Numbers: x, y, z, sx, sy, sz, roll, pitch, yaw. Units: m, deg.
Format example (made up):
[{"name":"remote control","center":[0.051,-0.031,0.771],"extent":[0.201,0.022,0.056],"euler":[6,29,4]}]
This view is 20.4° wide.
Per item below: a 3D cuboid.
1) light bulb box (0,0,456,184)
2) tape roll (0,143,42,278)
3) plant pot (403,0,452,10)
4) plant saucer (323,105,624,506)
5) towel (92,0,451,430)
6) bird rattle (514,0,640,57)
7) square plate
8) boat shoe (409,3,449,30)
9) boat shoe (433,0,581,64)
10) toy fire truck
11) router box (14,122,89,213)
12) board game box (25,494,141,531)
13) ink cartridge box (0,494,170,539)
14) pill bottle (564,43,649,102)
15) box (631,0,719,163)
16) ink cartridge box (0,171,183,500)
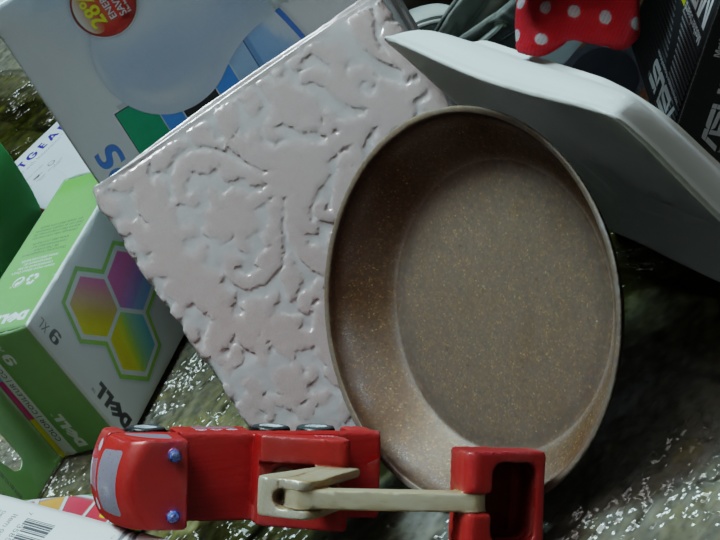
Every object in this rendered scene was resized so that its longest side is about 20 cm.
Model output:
[{"name":"light bulb box","center":[-0.078,-0.132,1.160],"extent":[0.199,0.199,0.125],"euler":[-31,18,8]},{"name":"tape roll","center":[-0.307,-0.075,1.409],"extent":[0.048,0.201,0.200],"euler":[-45,33,-22]},{"name":"plant pot","center":[-0.026,-0.216,1.334],"extent":[0.199,0.201,0.174],"euler":[3,40,44]},{"name":"plant saucer","center":[0.062,0.018,1.004],"extent":[0.036,0.203,0.199],"euler":[-6,7,-44]},{"name":"towel","center":[-0.015,-0.015,1.084],"extent":[0.190,0.201,0.032],"euler":[-34,0,1]},{"name":"bird rattle","center":[0.104,-0.191,0.982],"extent":[0.163,0.112,0.202],"euler":[-14,60,64]},{"name":"square plate","center":[0.129,-0.052,0.985],"extent":[0.029,0.198,0.200],"euler":[-56,34,-4]},{"name":"boat shoe","center":[0.003,-0.087,1.278],"extent":[0.200,0.071,0.064],"euler":[-44,31,-2]},{"name":"boat shoe","center":[0.103,-0.168,1.068],"extent":[0.201,0.070,0.072],"euler":[-55,25,33]},{"name":"toy fire truck","center":[-0.024,0.105,0.972],"extent":[0.198,0.049,0.141],"euler":[1,1,-17]},{"name":"router box","center":[-0.149,-0.091,1.433],"extent":[0.179,0.049,0.200],"euler":[12,53,50]},{"name":"board game box","center":[-0.194,0.205,1.090],"extent":[0.095,0.030,0.201],"euler":[-9,41,34]},{"name":"ink cartridge box","center":[-0.146,0.199,0.969],"extent":[0.199,0.084,0.146],"euler":[9,48,37]},{"name":"pill bottle","center":[0.122,-0.156,1.223],"extent":[0.106,0.107,0.201],"euler":[-28,31,8]},{"name":"box","center":[0.185,-0.170,1.023],"extent":[0.044,0.161,0.201],"euler":[12,31,-8]},{"name":"ink cartridge box","center":[-0.172,0.040,1.218],"extent":[0.059,0.104,0.201],"euler":[-12,37,35]}]
